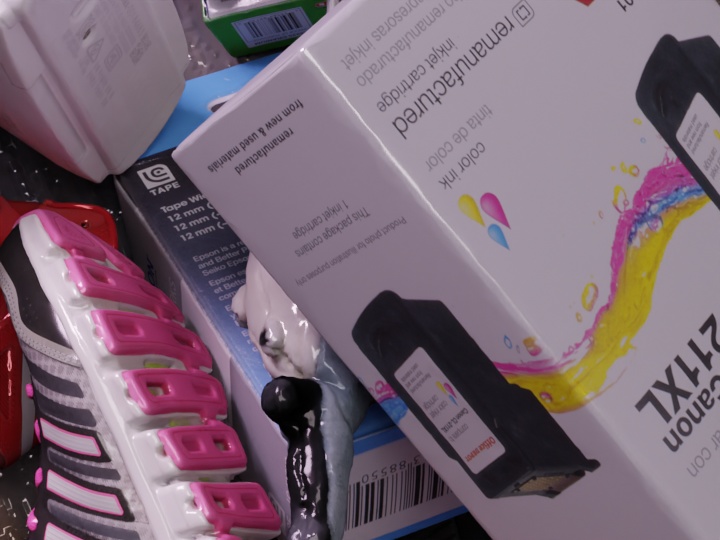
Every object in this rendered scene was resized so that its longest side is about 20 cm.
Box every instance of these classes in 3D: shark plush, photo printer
[{"bbox_3d":[0.011,0.002,0.691,0.083,0.091,0.200,27,36,-14],"label":"shark plush"},{"bbox_3d":[-0.160,-0.124,0.734,0.200,0.166,0.070,33,79,14],"label":"photo printer"}]

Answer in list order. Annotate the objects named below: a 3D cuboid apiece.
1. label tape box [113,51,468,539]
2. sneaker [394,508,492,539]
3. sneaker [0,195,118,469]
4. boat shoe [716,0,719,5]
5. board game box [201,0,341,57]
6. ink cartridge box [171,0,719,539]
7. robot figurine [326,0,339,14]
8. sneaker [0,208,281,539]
[{"bbox_3d":[0.000,0.000,0.787,0.143,0.066,0.200,-19,43,-19],"label":"label tape box"},{"bbox_3d":[0.057,0.156,0.761,0.088,0.074,0.201,1,60,-39],"label":"sneaker"},{"bbox_3d":[-0.161,-0.023,0.770,0.115,0.078,0.201,-27,92,-29],"label":"sneaker"},{"bbox_3d":[0.179,-0.092,0.873,0.059,0.072,0.200,-40,81,-23],"label":"boat shoe"},{"bbox_3d":[0.003,-0.197,0.847,0.152,0.040,0.201,-11,73,9],"label":"board game box"},{"bbox_3d":[0.067,-0.011,0.659,0.200,0.083,0.146,50,53,-7],"label":"ink cartridge box"},{"bbox_3d":[-0.026,-0.183,0.765,0.113,0.169,0.201,-2,60,-57],"label":"robot figurine"},{"bbox_3d":[-0.082,0.075,0.701,0.087,0.074,0.200,-34,71,17],"label":"sneaker"}]
